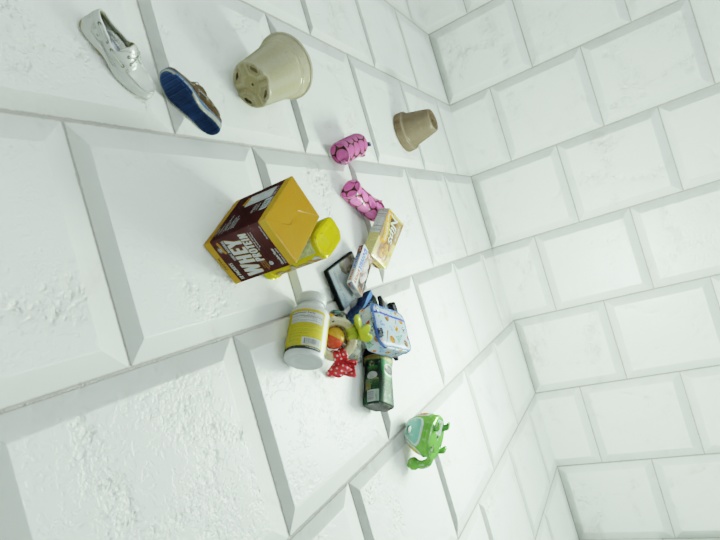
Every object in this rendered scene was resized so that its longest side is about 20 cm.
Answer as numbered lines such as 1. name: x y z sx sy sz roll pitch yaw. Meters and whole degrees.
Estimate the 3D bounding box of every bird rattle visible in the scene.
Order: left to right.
1. bird rattle: -0.062 0.216 1.544 0.162 0.201 0.113 31 0 -13

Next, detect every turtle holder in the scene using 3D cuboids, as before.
1. turtle holder: 0.225 0.588 1.814 0.141 0.131 0.187 -10 104 -58

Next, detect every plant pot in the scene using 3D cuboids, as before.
1. plant pot: -0.271 -0.577 1.542 0.184 0.199 0.201 -50 119 -44
2. plant pot: 0.280 -0.710 2.568 0.200 0.174 0.202 35 46 -46

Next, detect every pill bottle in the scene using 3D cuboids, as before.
1. pill bottle: -0.142 0.160 1.427 0.111 0.111 0.201 43 41 -41

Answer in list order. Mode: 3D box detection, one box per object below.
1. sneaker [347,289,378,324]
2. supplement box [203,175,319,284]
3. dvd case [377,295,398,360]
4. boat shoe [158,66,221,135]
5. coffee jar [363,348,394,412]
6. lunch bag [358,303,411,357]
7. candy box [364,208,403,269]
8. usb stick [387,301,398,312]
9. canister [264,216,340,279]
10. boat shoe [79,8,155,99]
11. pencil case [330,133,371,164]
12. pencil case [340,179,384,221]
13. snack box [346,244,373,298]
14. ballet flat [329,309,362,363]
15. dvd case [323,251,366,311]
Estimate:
1. sneaker: 0.015 0.141 1.755 0.078 0.070 0.200 58 31 -13
2. supplement box: -0.241 -0.100 1.300 0.133 0.199 0.198 56 33 -28
3. dvd case: 0.097 0.205 1.846 0.143 0.017 0.202 59 19 -60
4. boat shoe: -0.424 -0.432 1.305 0.200 0.072 0.073 54 28 -49
5. coffee jar: 0.058 0.350 1.700 0.104 0.085 0.202 38 43 -45
6. lunch bag: 0.078 0.191 1.684 0.199 0.075 0.162 25 46 -48
7. candy box: 0.085 -0.119 1.960 0.115 0.055 0.201 41 63 -45
8. usb stick: 0.141 0.215 1.964 0.055 0.032 0.202 146 -72 -84
9. canister: -0.165 -0.061 1.414 0.087 0.199 0.149 59 32 -21
10. boat shoe: -0.520 -0.474 1.148 0.200 0.069 0.071 52 33 -34
11. pencil case: -0.038 -0.453 1.952 0.200 0.090 0.094 -44 124 -56
12. pencil case: 0.012 -0.265 1.952 0.200 0.090 0.094 34 82 -51
13. snack box: 0.000 0.000 1.780 0.072 0.024 0.201 56 32 -30
14. ballet flat: -0.035 0.211 1.630 0.201 0.072 0.072 63 30 -18
15. dvd case: -0.047 0.032 1.741 0.200 0.017 0.144 -41 112 -59
